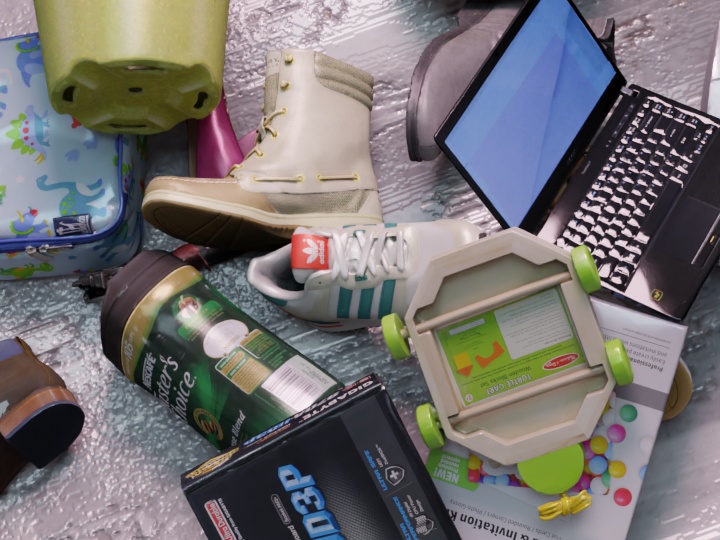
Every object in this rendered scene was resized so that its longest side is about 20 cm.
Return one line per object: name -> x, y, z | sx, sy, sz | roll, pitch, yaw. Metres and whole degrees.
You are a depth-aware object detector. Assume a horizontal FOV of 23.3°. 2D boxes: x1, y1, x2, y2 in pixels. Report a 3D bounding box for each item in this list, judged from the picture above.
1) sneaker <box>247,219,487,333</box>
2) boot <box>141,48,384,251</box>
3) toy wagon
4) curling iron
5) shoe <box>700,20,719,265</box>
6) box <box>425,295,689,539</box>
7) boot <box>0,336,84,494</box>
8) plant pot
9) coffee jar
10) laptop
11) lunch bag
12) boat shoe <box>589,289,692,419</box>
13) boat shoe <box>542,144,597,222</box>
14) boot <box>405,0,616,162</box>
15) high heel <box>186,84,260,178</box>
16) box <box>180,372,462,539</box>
sneaker -> 0.000, 0.000, 1.288 | 0.199, 0.093, 0.071 | -12, 66, 43
boot -> -0.075, -0.097, 1.358 | 0.198, 0.072, 0.156 | 5, 73, -25
toy wagon -> 0.110, 0.076, 1.220 | 0.154, 0.040, 0.201 | -20, 96, 13
curling iron -> -0.131, -0.009, 1.385 | 0.198, 0.050, 0.026 | -16, 97, -10
shoe -> 0.311, -0.096, 1.356 | 0.090, 0.072, 0.202 | 5, 72, 6
box -> 0.135, 0.114, 1.262 | 0.155, 0.041, 0.202 | 17, 95, 13
boot -> -0.313, 0.134, 1.342 | 0.199, 0.075, 0.097 | -32, 50, -7
plant pot -> -0.175, -0.212, 1.334 | 0.199, 0.201, 0.186 | -6, 71, 4
coffee jar -> -0.107, 0.074, 1.311 | 0.200, 0.105, 0.085 | 37, 59, 20
laptop -> 0.183, -0.092, 1.266 | 0.199, 0.104, 0.178 | 25, 64, 20
lunch bag -> -0.256, -0.095, 1.415 | 0.159, 0.083, 0.202 | -4, 66, 8
boat shoe -> 0.167, 0.034, 1.316 | 0.199, 0.069, 0.071 | 36, 114, 7
boat shoe -> 0.171, -0.070, 1.355 | 0.199, 0.074, 0.076 | 30, 74, 17
boot -> 0.122, -0.150, 1.362 | 0.131, 0.070, 0.201 | 14, 49, 20
high heel -> -0.148, -0.135, 1.420 | 0.096, 0.068, 0.200 | -35, 71, -20
box -> -0.012, 0.196, 1.225 | 0.158, 0.046, 0.201 | -27, 101, -2
